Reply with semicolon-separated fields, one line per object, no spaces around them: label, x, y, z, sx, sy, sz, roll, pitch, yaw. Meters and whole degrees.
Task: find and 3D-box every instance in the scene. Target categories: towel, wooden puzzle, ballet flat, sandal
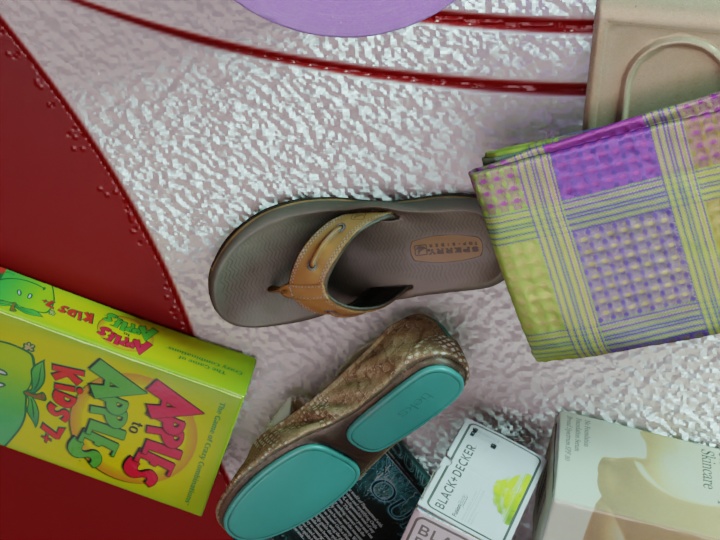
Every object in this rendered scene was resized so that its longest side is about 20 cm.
towel;0.175;-0.026;1.104;0.198;0.023;0.145;-15;112;15
wooden puzzle;0.219;-0.071;1.115;0.183;0.046;0.202;6;115;5
ballet flat;-0.014;0.097;1.227;0.199;0.066;0.070;-36;131;18
sandal;0.000;0.000;1.177;0.198;0.055;0.082;-4;118;10

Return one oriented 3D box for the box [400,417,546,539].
box;0.042;0.207;1.212;0.060;0.117;0.201;26;118;7

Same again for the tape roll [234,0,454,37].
tape roll;-0.009;-0.231;1.046;0.198;0.066;0.202;4;120;6

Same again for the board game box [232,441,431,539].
board game box;0.023;0.209;1.304;0.135;0.028;0.200;-31;109;22

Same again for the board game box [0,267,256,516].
board game box;-0.178;0.075;1.250;0.198;0.048;0.102;20;119;-3

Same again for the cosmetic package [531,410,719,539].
cosmetic package;0.209;0.164;1.209;0.198;0.105;0.072;13;120;0
